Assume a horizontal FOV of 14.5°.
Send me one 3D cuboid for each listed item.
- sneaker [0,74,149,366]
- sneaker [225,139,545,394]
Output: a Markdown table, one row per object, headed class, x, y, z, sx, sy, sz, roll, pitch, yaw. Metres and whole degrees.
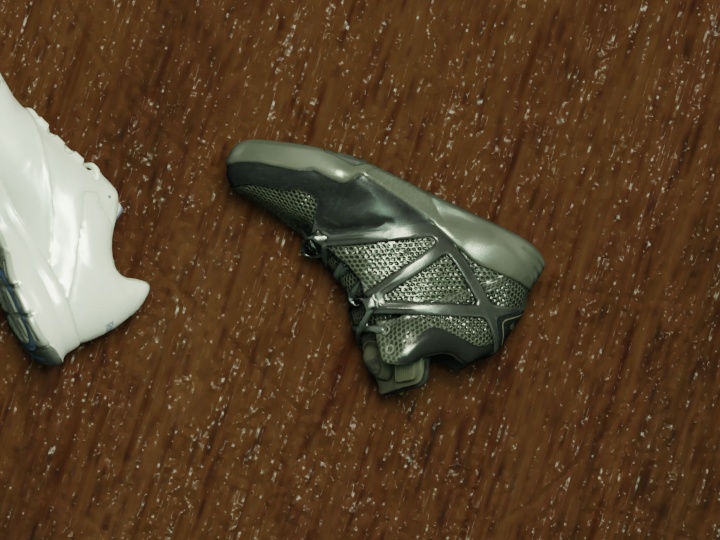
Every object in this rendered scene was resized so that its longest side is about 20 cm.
| class | x | y | z | sx | sy | sz | roll | pitch | yaw |
| --- | --- | --- | --- | --- | --- | --- | --- | --- | --- |
| sneaker | -0.193 | -0.047 | 1.665 | 0.087 | 0.074 | 0.201 | -24 | 94 | -19 |
| sneaker | 0.000 | 0.000 | 1.666 | 0.199 | 0.076 | 0.115 | 27 | 77 | -8 |
